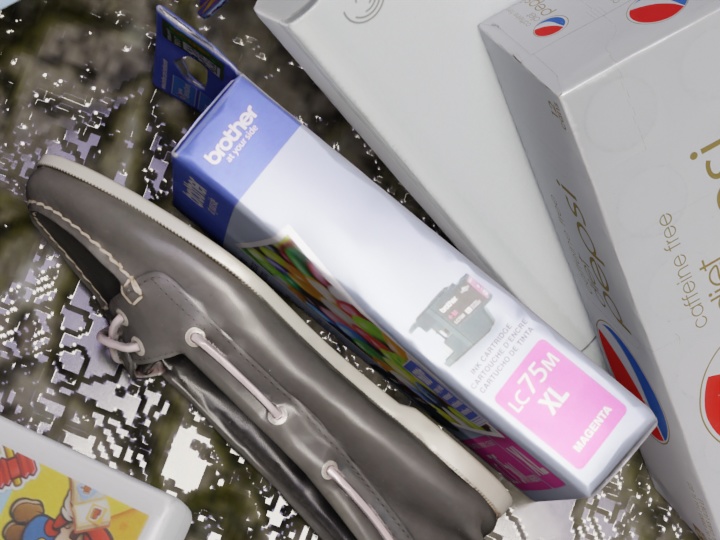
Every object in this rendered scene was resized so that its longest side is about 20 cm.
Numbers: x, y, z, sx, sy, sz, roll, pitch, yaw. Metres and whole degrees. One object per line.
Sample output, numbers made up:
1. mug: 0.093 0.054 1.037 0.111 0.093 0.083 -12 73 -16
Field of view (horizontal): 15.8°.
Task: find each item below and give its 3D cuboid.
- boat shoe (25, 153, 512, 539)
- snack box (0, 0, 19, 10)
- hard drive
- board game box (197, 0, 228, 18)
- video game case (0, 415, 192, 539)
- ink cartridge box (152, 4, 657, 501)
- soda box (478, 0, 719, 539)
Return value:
1. boat shoe: -0.040 0.039 0.864 0.200 0.067 0.057 38 76 -3
2. snack box: -0.142 -0.110 0.832 0.199 0.142 0.053 -29 110 -9
3. hard drive: 0.065 -0.069 0.844 0.132 0.027 0.200 -50 130 -9
4. board game box: 0.001 -0.166 0.823 0.039 0.200 0.158 41 46 -12
5. video game case: -0.169 0.125 0.773 0.181 0.023 0.201 22 80 23
6. ink cartridge box: 0.000 0.000 0.845 0.200 0.119 0.042 42 83 0
7. soda box: 0.108 -0.003 0.833 0.068 0.064 0.201 -28 122 -8
